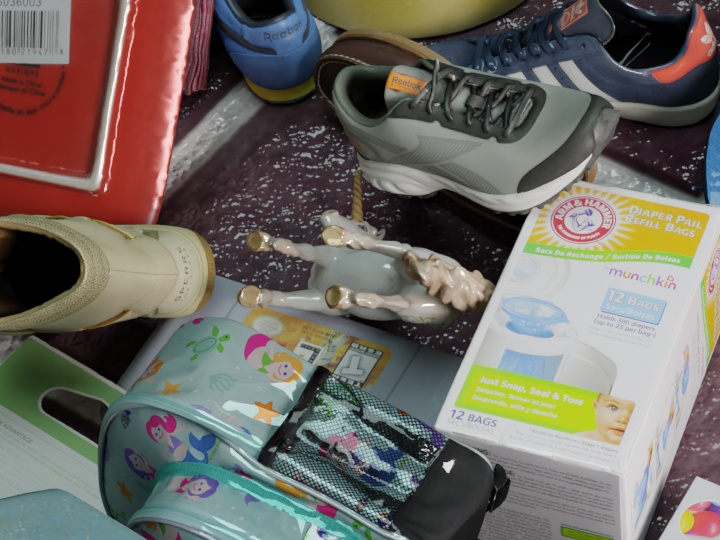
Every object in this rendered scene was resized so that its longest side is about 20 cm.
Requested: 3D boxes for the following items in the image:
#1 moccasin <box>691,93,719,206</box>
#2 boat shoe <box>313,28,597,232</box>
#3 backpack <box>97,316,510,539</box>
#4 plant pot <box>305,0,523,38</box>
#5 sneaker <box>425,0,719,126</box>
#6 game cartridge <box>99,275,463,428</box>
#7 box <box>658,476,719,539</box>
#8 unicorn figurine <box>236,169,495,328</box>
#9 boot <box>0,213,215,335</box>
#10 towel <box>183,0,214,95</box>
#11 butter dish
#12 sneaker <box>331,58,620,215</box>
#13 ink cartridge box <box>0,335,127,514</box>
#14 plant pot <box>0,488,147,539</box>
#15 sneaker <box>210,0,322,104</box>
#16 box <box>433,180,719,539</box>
[{"bbox_3d":[0.251,-0.082,1.679,0.080,0.068,0.200,13,52,9],"label":"moccasin"},{"bbox_3d":[0.047,-0.086,1.705,0.200,0.071,0.070,26,53,27],"label":"boat shoe"},{"bbox_3d":[-0.047,0.127,1.449,0.200,0.178,0.151,33,57,16],"label":"backpack"},{"bbox_3d":[0.032,-0.274,1.827,0.199,0.142,0.201,-4,47,4],"label":"plant pot"},{"bbox_3d":[0.127,-0.142,1.735,0.199,0.085,0.075,-1,48,8],"label":"sneaker"},{"bbox_3d":[-0.043,0.081,1.595,0.199,0.042,0.133,18,49,22],"label":"game cartridge"},{"bbox_3d":[0.233,0.207,1.440,0.199,0.041,0.156,20,54,22],"label":"box"},{"bbox_3d":[0.000,0.000,1.596,0.137,0.074,0.200,7,15,-43],"label":"unicorn figurine"},{"bbox_3d":[-0.205,0.004,1.592,0.199,0.155,0.073,1,91,26],"label":"boot"},{"bbox_3d":[-0.184,-0.204,1.798,0.199,0.145,0.023,17,28,22],"label":"towel"},{"bbox_3d":[-0.185,-0.122,1.732,0.199,0.148,0.200,11,95,18],"label":"butter dish"},{"bbox_3d":[0.061,-0.084,1.588,0.200,0.079,0.074,4,53,43],"label":"sneaker"},{"bbox_3d":[-0.200,0.143,1.552,0.145,0.048,0.200,28,57,28],"label":"ink cartridge box"},{"bbox_3d":[-0.161,0.228,1.357,0.195,0.197,0.200,29,53,14],"label":"plant pot"},{"bbox_3d":[-0.082,-0.197,1.819,0.066,0.079,0.200,-24,48,-11],"label":"sneaker"},{"bbox_3d":[0.127,0.056,1.547,0.112,0.102,0.200,13,52,18],"label":"box"}]
